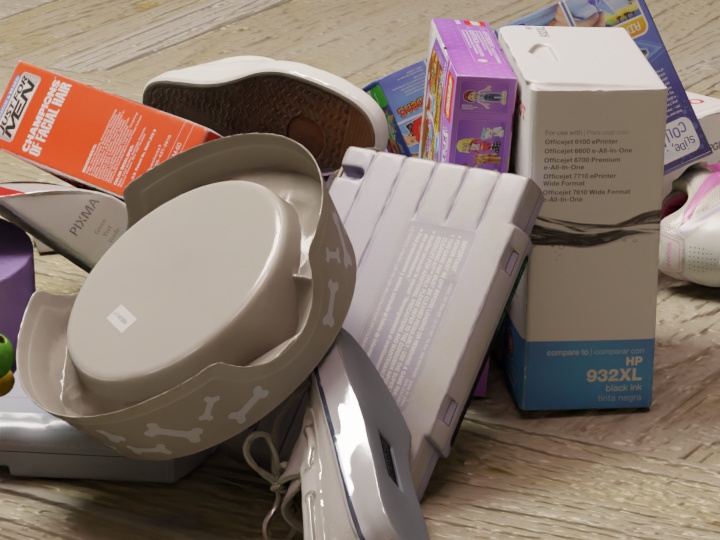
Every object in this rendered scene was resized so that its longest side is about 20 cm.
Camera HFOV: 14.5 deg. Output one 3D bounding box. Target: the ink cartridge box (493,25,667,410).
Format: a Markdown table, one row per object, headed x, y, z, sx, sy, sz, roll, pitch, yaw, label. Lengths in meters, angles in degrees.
| x | y | z | sx | sy | sz | roll | pitch | yaw | label |
| --- | --- | --- | --- | --- | --- | --- | --- | --- | --- |
| 0.127 | -0.034 | 1.694 | 0.084 | 0.200 | 0.145 | -1 | 19 | -5 | ink cartridge box |

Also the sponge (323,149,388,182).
| x | y | z | sx | sy | sz | roll | pitch | yaw | label |
| --- | --- | --- | --- | --- | --- | --- | --- | --- | --- |
| -0.010 | -0.067 | 1.883 | 0.200 | 0.030 | 0.112 | -17 | 24 | -35 | sponge |

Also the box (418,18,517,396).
| x | y | z | sx | sy | sz | roll | pitch | yaw | label |
| --- | --- | --- | --- | --- | --- | --- | --- | --- | --- |
| 0.060 | -0.040 | 1.717 | 0.039 | 0.200 | 0.137 | 3 | 19 | -6 | box |

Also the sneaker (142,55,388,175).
| x | y | z | sx | sy | sz | roll | pitch | yaw | label |
| --- | --- | --- | --- | --- | --- | --- | --- | --- | --- |
| -0.047 | -0.113 | 1.859 | 0.200 | 0.073 | 0.085 | 13 | 27 | 39 | sneaker |

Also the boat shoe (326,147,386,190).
| x | y | z | sx | sy | sz | roll | pitch | yaw | label |
| --- | --- | --- | --- | --- | --- | --- | --- | --- | --- |
| 0.000 | 0.000 | 1.714 | 0.074 | 0.073 | 0.200 | 7 | 41 | -15 | boat shoe |

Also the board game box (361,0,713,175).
| x | y | z | sx | sy | sz | roll | pitch | yaw | label |
| --- | --- | --- | --- | --- | --- | --- | --- | --- | --- |
| 0.117 | -0.097 | 1.851 | 0.200 | 0.135 | 0.034 | -24 | 0 | -20 | board game box |

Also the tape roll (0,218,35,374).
| x | y | z | sx | sy | sz | roll | pitch | yaw | label |
| --- | --- | --- | --- | --- | --- | --- | --- | --- | --- |
| -0.296 | 0.029 | 1.712 | 0.200 | 0.085 | 0.200 | -1 | 20 | 0 | tape roll |

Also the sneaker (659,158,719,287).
| x | y | z | sx | sy | sz | roll | pitch | yaw | label |
| --- | --- | --- | --- | --- | --- | --- | --- | --- | --- |
| 0.249 | -0.045 | 1.905 | 0.088 | 0.081 | 0.200 | 7 | 20 | 17 | sneaker |

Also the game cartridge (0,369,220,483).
| x | y | z | sx | sy | sz | roll | pitch | yaw | label |
| --- | --- | --- | --- | --- | --- | --- | --- | --- | --- |
| -0.135 | 0.070 | 1.663 | 0.133 | 0.040 | 0.200 | 5 | 20 | 6 | game cartridge |

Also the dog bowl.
| x | y | z | sx | sy | sz | roll | pitch | yaw | label |
| --- | --- | --- | --- | --- | --- | --- | --- | --- | --- |
| -0.090 | 0.018 | 1.533 | 0.200 | 0.059 | 0.200 | -26 | 36 | 20 | dog bowl |

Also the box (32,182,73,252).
| x | y | z | sx | sy | sz | roll | pitch | yaw | label |
| --- | --- | --- | --- | --- | --- | --- | --- | --- | --- |
| -0.131 | -0.044 | 1.980 | 0.200 | 0.041 | 0.039 | -6 | 20 | -11 | box |

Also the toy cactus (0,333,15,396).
| x | y | z | sx | sy | sz | roll | pitch | yaw | label |
| --- | --- | --- | --- | --- | --- | --- | --- | --- | --- |
| -0.285 | 0.081 | 1.530 | 0.200 | 0.102 | 0.165 | -4 | 9 | 27 | toy cactus |

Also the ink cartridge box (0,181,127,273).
| x | y | z | sx | sy | sz | roll | pitch | yaw | label |
| --- | --- | --- | --- | --- | --- | --- | --- | --- | --- |
| -0.201 | -0.046 | 1.765 | 0.200 | 0.050 | 0.161 | 36 | -6 | -14 | ink cartridge box |

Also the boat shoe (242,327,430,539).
| x | y | z | sx | sy | sz | roll | pitch | yaw | label |
| --- | --- | --- | --- | --- | --- | --- | --- | --- | --- |
| -0.019 | 0.111 | 1.479 | 0.086 | 0.075 | 0.202 | -31 | 34 | 12 | boat shoe |

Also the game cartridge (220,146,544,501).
| x | y | z | sx | sy | sz | roll | pitch | yaw | label |
| --- | --- | --- | --- | --- | --- | --- | --- | --- | --- |
| 0.015 | 0.029 | 1.595 | 0.130 | 0.038 | 0.200 | 13 | 68 | 26 | game cartridge |

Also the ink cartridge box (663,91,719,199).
| x | y | z | sx | sy | sz | roll | pitch | yaw | label |
| --- | --- | --- | --- | --- | --- | --- | --- | --- | --- |
| 0.154 | -0.086 | 2.021 | 0.146 | 0.085 | 0.200 | -18 | 24 | -40 | ink cartridge box |

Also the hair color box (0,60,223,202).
| x | y | z | sx | sy | sz | roll | pitch | yaw | label |
| --- | --- | --- | --- | --- | --- | --- | --- | --- | --- |
| -0.133 | -0.067 | 1.784 | 0.200 | 0.064 | 0.111 | 20 | -5 | 44 | hair color box |
